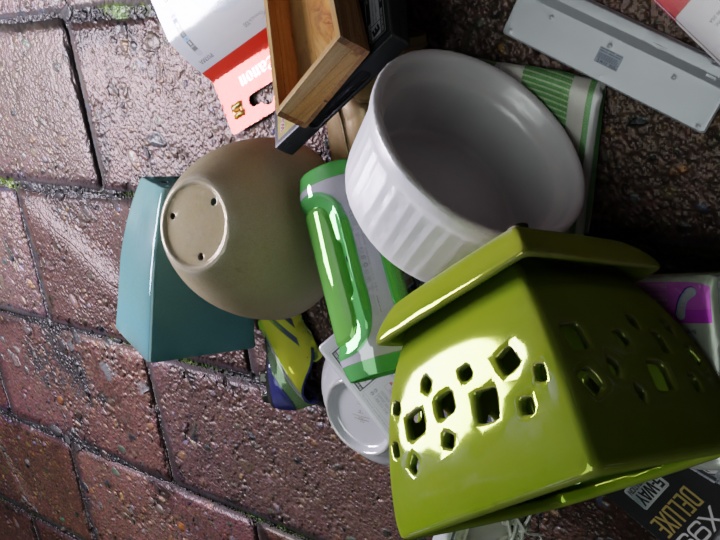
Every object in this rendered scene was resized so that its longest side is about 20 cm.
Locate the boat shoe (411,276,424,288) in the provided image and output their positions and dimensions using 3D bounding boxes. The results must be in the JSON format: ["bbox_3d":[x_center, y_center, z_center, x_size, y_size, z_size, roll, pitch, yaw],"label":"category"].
[{"bbox_3d":[0.082,0.065,0.819,0.061,0.075,0.203,-10,81,2],"label":"boat shoe"}]

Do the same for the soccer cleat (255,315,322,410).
[{"bbox_3d":[-0.089,0.083,1.050,0.082,0.065,0.203,0,108,7],"label":"soccer cleat"}]

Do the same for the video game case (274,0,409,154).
[{"bbox_3d":[-0.024,-0.239,0.781,0.180,0.025,0.203,-34,49,43],"label":"video game case"}]

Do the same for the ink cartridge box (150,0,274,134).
[{"bbox_3d":[-0.151,-0.271,0.933,0.159,0.047,0.203,-19,95,42],"label":"ink cartridge box"}]

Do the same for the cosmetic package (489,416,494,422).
[{"bbox_3d":[0.143,0.104,0.798,0.050,0.083,0.203,-10,84,4],"label":"cosmetic package"}]

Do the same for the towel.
[{"bbox_3d":[0.132,-0.123,0.789,0.198,0.023,0.155,18,119,34],"label":"towel"}]

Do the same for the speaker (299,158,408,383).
[{"bbox_3d":[0.000,0.000,0.788,0.088,0.088,0.203,-24,77,43],"label":"speaker"}]

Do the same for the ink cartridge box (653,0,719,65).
[{"bbox_3d":[0.316,-0.195,0.563,0.200,0.083,0.147,49,132,11],"label":"ink cartridge box"}]

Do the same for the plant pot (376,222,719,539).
[{"bbox_3d":[0.136,0.082,0.629,0.199,0.197,0.184,-35,60,44],"label":"plant pot"}]

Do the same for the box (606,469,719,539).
[{"bbox_3d":[0.326,0.173,0.747,0.157,0.050,0.202,39,129,20],"label":"box"}]

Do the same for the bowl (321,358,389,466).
[{"bbox_3d":[0.023,0.151,0.958,0.199,0.090,0.204,17,120,32],"label":"bowl"}]

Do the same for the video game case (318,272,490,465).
[{"bbox_3d":[0.083,0.103,0.870,0.182,0.024,0.201,-40,82,9],"label":"video game case"}]

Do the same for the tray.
[{"bbox_3d":[-0.045,-0.238,0.756,0.099,0.037,0.202,-42,45,37],"label":"tray"}]

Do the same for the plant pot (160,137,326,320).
[{"bbox_3d":[-0.130,-0.045,0.864,0.198,0.134,0.204,0,91,29],"label":"plant pot"}]

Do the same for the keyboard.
[{"bbox_3d":[0.214,-0.186,0.696,0.199,0.011,0.057,35,122,22],"label":"keyboard"}]

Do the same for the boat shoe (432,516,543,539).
[{"bbox_3d":[0.145,0.250,0.833,0.085,0.201,0.076,21,100,27],"label":"boat shoe"}]

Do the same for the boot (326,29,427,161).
[{"bbox_3d":[0.021,-0.135,0.836,0.174,0.065,0.203,17,121,58],"label":"boot"}]

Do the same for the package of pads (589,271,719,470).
[{"bbox_3d":[0.242,0.082,0.706,0.199,0.067,0.157,-5,89,58],"label":"package of pads"}]

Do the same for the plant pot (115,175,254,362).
[{"bbox_3d":[-0.219,-0.012,1.031,0.141,0.140,0.203,23,114,55],"label":"plant pot"}]

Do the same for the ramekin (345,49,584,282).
[{"bbox_3d":[0.082,-0.081,0.705,0.201,0.200,0.098,48,139,11],"label":"ramekin"}]
